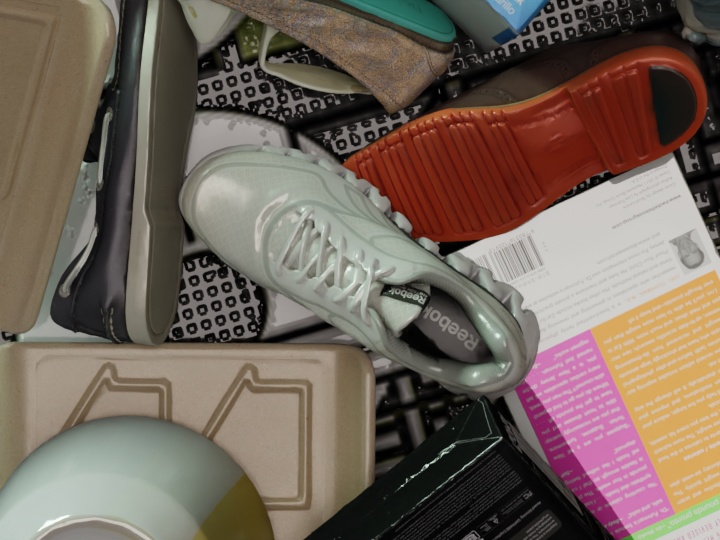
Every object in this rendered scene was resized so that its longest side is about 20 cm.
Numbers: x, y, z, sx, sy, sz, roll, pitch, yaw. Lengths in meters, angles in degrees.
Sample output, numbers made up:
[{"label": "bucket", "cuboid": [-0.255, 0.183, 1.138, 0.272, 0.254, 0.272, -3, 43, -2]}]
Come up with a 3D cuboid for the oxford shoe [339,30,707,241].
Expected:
[{"label": "oxford shoe", "cuboid": [0.082, -0.070, 1.269, 0.198, 0.073, 0.072, -16, 115, 13]}]

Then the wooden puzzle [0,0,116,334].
[{"label": "wooden puzzle", "cuboid": [-0.233, -0.067, 1.183, 0.198, 0.037, 0.186, 11, 116, -17]}]

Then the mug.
[{"label": "mug", "cuboid": [-0.099, 0.149, 1.169, 0.185, 0.153, 0.151, 2, 90, 1]}]

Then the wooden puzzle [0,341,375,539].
[{"label": "wooden puzzle", "cuboid": [-0.091, 0.130, 1.268, 0.198, 0.046, 0.187, 1, 90, 2]}]

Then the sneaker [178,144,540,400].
[{"label": "sneaker", "cuboid": [0.000, 0.000, 1.227, 0.199, 0.081, 0.076, 28, 99, 1]}]

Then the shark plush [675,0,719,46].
[{"label": "shark plush", "cuboid": [0.197, -0.152, 1.217, 0.083, 0.200, 0.092, -6, 79, 28]}]

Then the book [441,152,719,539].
[{"label": "book", "cuboid": [0.141, 0.057, 1.278, 0.133, 0.048, 0.201, -24, 91, 1]}]

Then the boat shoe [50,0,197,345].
[{"label": "boat shoe", "cuboid": [-0.123, -0.064, 1.248, 0.062, 0.073, 0.202, 2, 85, 15]}]

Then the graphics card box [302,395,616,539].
[{"label": "graphics card box", "cuboid": [0.077, 0.172, 1.230, 0.125, 0.051, 0.200, -39, 116, 9]}]

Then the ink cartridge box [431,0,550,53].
[{"label": "ink cartridge box", "cuboid": [0.086, -0.232, 1.220, 0.145, 0.147, 0.200, 43, 89, -3]}]

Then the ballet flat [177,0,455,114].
[{"label": "ballet flat", "cuboid": [-0.046, -0.134, 1.237, 0.199, 0.068, 0.067, 28, 118, -19]}]
